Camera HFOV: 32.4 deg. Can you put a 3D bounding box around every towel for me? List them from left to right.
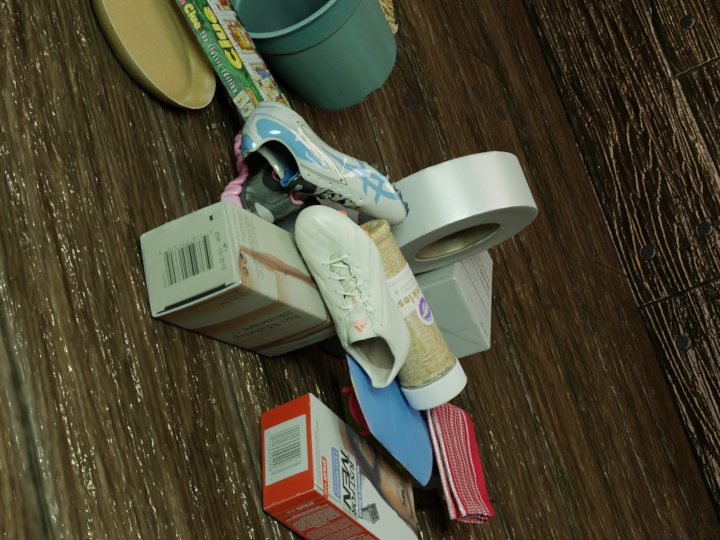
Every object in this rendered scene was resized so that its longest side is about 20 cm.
[{"bbox_3d":[0.115,0.220,1.437,0.200,0.022,0.145,38,37,-71],"label":"towel"}]

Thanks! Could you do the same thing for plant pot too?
[{"bbox_3d":[-0.221,-0.256,1.297,0.200,0.027,0.200,49,28,-37],"label":"plant pot"},{"bbox_3d":[-0.056,-0.313,1.545,0.196,0.200,0.200,50,25,-53],"label":"plant pot"}]

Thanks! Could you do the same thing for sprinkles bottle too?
[{"bbox_3d":[0.040,0.047,1.299,0.200,0.068,0.068,62,21,-15],"label":"sprinkles bottle"}]

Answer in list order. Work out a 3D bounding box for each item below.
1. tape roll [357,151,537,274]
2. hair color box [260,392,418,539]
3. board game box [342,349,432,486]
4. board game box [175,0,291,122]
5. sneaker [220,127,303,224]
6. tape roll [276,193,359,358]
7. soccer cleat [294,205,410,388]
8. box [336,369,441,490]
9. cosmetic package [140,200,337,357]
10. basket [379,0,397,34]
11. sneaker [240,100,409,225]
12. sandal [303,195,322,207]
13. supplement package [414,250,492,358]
[{"bbox_3d":[0.101,-0.063,1.438,0.202,0.202,0.071,10,57,-65],"label":"tape roll"},{"bbox_3d":[-0.018,0.221,1.231,0.200,0.064,0.111,47,27,-43],"label":"hair color box"},{"bbox_3d":[0.015,0.139,1.296,0.200,0.039,0.158,50,25,-44],"label":"board game box"},{"bbox_3d":[-0.150,-0.256,1.377,0.200,0.023,0.105,60,23,-1],"label":"board game box"},{"bbox_3d":[-0.090,-0.112,1.364,0.079,0.095,0.200,50,26,-30],"label":"sneaker"},{"bbox_3d":[-0.024,-0.001,1.444,0.200,0.066,0.200,51,26,-36],"label":"tape roll"},{"bbox_3d":[-0.005,0.025,1.192,0.200,0.069,0.078,60,28,-31],"label":"soccer cleat"},{"bbox_3d":[0.049,0.186,1.445,0.200,0.048,0.122,28,44,-58],"label":"box"},{"bbox_3d":[-0.107,0.014,1.183,0.200,0.103,0.087,25,48,-58],"label":"cosmetic package"},{"bbox_3d":[-0.057,-0.403,1.681,0.200,0.143,0.149,46,31,-47],"label":"basket"},{"bbox_3d":[-0.038,-0.097,1.278,0.200,0.072,0.073,33,70,-21],"label":"sneaker"},{"bbox_3d":[0.000,0.000,1.354,0.200,0.045,0.075,44,2,-17],"label":"sandal"},{"bbox_3d":[0.096,0.016,1.625,0.120,0.121,0.200,61,21,-28],"label":"supplement package"}]
